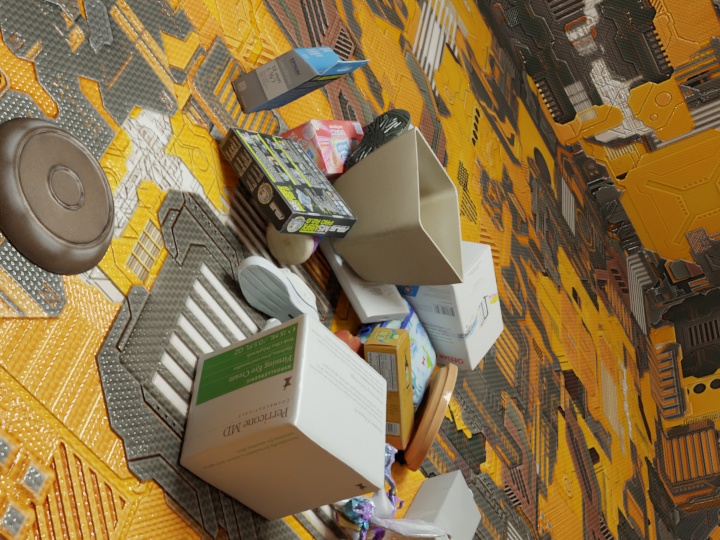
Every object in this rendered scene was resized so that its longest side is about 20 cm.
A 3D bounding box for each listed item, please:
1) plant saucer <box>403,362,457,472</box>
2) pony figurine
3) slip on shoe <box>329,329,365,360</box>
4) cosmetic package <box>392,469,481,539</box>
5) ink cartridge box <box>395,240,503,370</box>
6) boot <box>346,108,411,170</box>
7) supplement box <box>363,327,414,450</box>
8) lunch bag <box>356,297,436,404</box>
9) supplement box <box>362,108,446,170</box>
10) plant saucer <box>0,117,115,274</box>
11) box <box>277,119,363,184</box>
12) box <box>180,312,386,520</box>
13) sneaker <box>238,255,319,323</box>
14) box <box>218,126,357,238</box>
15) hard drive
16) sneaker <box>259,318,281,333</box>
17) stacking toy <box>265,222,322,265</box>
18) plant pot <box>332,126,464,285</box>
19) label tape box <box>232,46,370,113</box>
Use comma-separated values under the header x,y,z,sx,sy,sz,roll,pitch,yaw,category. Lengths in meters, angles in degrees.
x,y,z,sx,sy,sz,roll,pitch,yaw,category
0.120,0.258,1.675,0.032,0.202,0.201,22,35,1,plant saucer
0.023,0.370,1.447,0.191,0.166,0.203,-1,73,-28,pony figurine
-0.040,0.127,1.553,0.200,0.073,0.062,35,42,-58,slip on shoe
0.138,0.450,1.652,0.108,0.089,0.200,65,24,-7,cosmetic package
0.173,0.062,1.828,0.145,0.146,0.202,-43,131,-40,ink cartridge box
0.048,-0.173,1.742,0.182,0.072,0.201,-49,144,-18,boot
0.050,0.200,1.599,0.067,0.068,0.203,-50,141,-60,supplement box
0.064,0.151,1.726,0.162,0.082,0.200,61,26,-11,lunch bag
0.090,-0.231,2.007,0.200,0.109,0.087,46,35,-38,supplement box
-0.364,-0.095,1.136,0.200,0.032,0.203,40,40,-44,plant saucer
-0.064,-0.209,1.714,0.199,0.094,0.104,-18,87,-64,box
-0.096,0.200,1.251,0.200,0.197,0.173,43,37,-39,box
-0.130,0.028,1.466,0.200,0.072,0.071,53,20,-48,sneaker
-0.116,-0.140,1.510,0.159,0.044,0.201,1,44,-52,box
0.000,0.000,1.688,0.131,0.026,0.202,-1,56,-53,hard drive
-0.089,0.152,1.445,0.201,0.074,0.087,56,24,-27,sneaker
-0.080,-0.080,1.595,0.086,0.085,0.200,65,29,-9,stacking toy
0.057,-0.087,1.607,0.200,0.175,0.202,46,36,-50,plant pot
-0.101,-0.343,1.621,0.067,0.198,0.143,65,27,-3,label tape box
